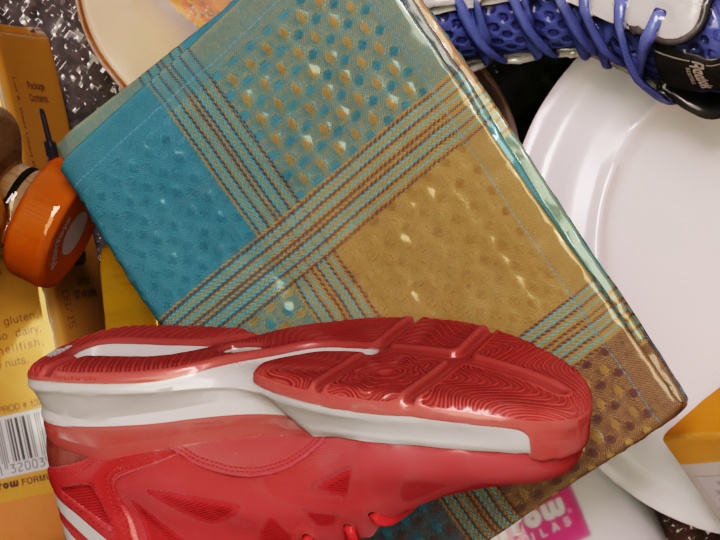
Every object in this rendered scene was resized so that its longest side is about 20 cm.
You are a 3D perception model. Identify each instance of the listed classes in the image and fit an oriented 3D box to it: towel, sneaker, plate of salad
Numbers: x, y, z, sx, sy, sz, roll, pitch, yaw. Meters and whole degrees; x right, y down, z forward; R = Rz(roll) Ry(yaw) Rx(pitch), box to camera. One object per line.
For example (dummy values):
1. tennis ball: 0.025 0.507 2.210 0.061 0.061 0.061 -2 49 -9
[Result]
1. towel: 0.000 0.000 0.852 0.146 0.022 0.201 -36 87 22
2. sneaker: 0.074 -0.099 0.854 0.198 0.081 0.116 -25 59 4
3. plate of salad: 0.145 -0.004 0.906 0.199 0.048 0.202 1 84 -12
4. sneaker: -0.013 0.080 0.829 0.199 0.078 0.116 3 108 31

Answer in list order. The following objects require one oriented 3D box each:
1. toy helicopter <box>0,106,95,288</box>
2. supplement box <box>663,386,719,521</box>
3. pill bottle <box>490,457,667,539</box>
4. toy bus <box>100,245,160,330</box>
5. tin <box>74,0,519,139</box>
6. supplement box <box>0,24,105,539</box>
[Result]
1. toy helicopter: -0.174 0.031 0.879 0.079 0.132 0.201 27 98 10
2. supplement box: 0.201 0.111 0.818 0.073 0.126 0.201 -36 94 -15
3. pill bottle: 0.058 0.115 0.917 0.113 0.113 0.201 -23 88 9
4. toy bus: -0.062 0.087 0.921 0.078 0.065 0.201 -16 96 -33
5. tin: -0.023 -0.076 0.945 0.112 0.042 0.200 -38 99 6
6. supplement box: -0.139 0.008 0.972 0.068 0.067 0.201 -10 89 13
